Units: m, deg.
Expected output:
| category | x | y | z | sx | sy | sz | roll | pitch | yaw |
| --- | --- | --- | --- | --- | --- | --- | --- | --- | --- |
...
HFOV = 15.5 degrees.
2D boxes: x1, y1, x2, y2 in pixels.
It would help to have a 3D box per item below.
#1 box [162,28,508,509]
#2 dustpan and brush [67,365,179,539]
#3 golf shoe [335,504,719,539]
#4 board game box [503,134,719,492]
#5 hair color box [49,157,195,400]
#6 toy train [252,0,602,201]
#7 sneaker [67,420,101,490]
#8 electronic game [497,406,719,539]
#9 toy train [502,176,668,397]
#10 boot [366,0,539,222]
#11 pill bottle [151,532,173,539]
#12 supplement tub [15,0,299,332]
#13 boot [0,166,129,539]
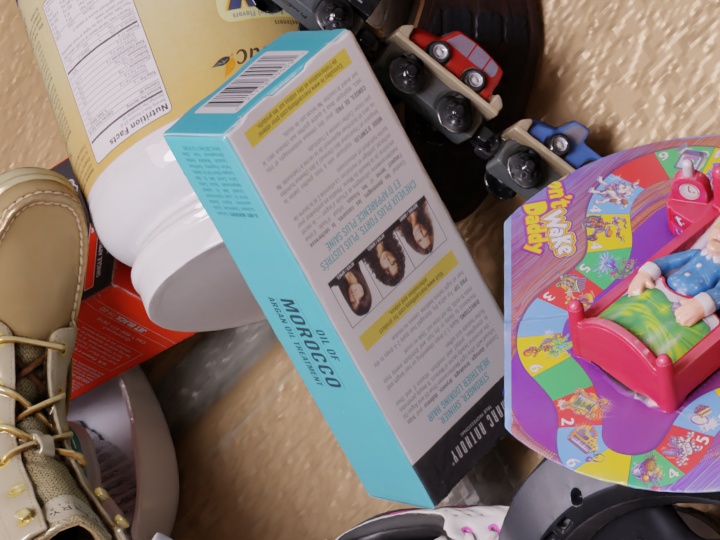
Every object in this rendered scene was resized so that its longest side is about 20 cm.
| category | x | y | z | sx | sy | sz | roll | pitch | yaw |
| --- | --- | --- | --- | --- | --- | --- | --- | --- | --- |
| box | 0.000 | 0.000 | 1.155 | 0.049 | 0.082 | 0.201 | 4 | 129 | 52 |
| dustpan and brush | -0.124 | 0.127 | 1.340 | 0.200 | 0.057 | 0.140 | 39 | 112 | 35 |
| golf shoe | 0.072 | 0.138 | 1.152 | 0.199 | 0.092 | 0.073 | -5 | 83 | 39 |
| board game box | 0.132 | 0.000 | 1.048 | 0.157 | 0.039 | 0.201 | -5 | 43 | 9 |
| hair color box | -0.168 | 0.015 | 1.364 | 0.200 | 0.061 | 0.102 | -29 | 46 | 36 |
| toy train | 0.037 | -0.082 | 1.163 | 0.046 | 0.200 | 0.034 | -56 | 10 | -22 |
| sneaker | -0.204 | 0.124 | 1.343 | 0.200 | 0.080 | 0.072 | -24 | 76 | 51 |
| electronic game | 0.147 | 0.143 | 1.069 | 0.199 | 0.042 | 0.201 | 13 | 123 | 21 |
| toy train | 0.165 | 0.034 | 1.096 | 0.199 | 0.085 | 0.116 | 14 | 80 | 36 |
| boot | 0.029 | -0.124 | 1.231 | 0.097 | 0.074 | 0.201 | 8 | 94 | 59 |
| pill bottle | -0.023 | 0.198 | 1.158 | 0.199 | 0.112 | 0.112 | 31 | 112 | -1 |
| supplement tub | -0.074 | -0.086 | 1.254 | 0.144 | 0.144 | 0.201 | -35 | 67 | 34 |
| boot | -0.147 | 0.069 | 1.195 | 0.155 | 0.073 | 0.201 | 43 | 118 | 55 |
